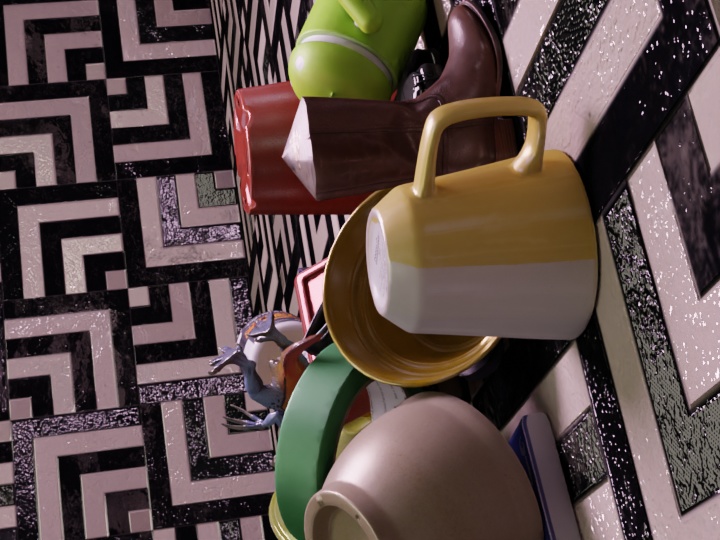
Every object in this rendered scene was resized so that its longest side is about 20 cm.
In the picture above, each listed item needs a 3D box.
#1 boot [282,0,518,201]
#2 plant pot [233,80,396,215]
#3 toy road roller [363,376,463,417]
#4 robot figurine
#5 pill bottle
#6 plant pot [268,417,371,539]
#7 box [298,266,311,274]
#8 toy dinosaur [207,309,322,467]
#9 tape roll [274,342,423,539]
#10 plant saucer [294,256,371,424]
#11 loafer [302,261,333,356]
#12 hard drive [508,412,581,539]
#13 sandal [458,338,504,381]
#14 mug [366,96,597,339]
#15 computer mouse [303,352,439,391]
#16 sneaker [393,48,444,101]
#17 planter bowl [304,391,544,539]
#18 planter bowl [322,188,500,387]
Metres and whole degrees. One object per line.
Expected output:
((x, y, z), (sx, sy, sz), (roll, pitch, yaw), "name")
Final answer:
((0.025, -0.152, 1.099), (0.064, 0.199, 0.187), (107, 155, -63), "boot")
((-0.046, -0.147, 1.495), (0.201, 0.194, 0.202), (174, 90, -80), "plant pot")
((0.022, 0.114, 1.402), (0.200, 0.145, 0.123), (145, 118, -78), "toy road roller")
((-0.002, -0.240, 1.313), (0.176, 0.115, 0.201), (116, 177, -69), "robot figurine")
((-0.102, 0.107, 1.602), (0.200, 0.106, 0.107), (-167, 71, -78), "pill bottle")
((0.000, 0.237, 1.542), (0.201, 0.200, 0.185), (-113, 31, -57), "plant pot")
((-0.009, 0.058, 1.645), (0.200, 0.106, 0.123), (-149, 52, -76), "box")
((-0.074, 0.139, 1.255), (0.182, 0.105, 0.200), (54, 161, -26), "toy dinosaur")
((-0.006, 0.166, 1.195), (0.200, 0.048, 0.201), (-21, -65, -56), "tape roll")
((0.015, 0.041, 1.328), (0.037, 0.200, 0.200), (35, -146, -48), "plant saucer")
((0.000, 0.000, 1.257), (0.201, 0.070, 0.068), (-69, 21, 7), "loafer")
((0.148, 0.229, 1.128), (0.200, 0.025, 0.132), (102, 159, -59), "hard drive")
((0.084, 0.017, 1.225), (0.076, 0.043, 0.200), (-44, 44, 19), "sandal")
((0.085, -0.032, 0.984), (0.149, 0.153, 0.187), (167, 97, -80), "mug")
((0.003, 0.122, 1.345), (0.034, 0.199, 0.059), (38, -112, -48), "computer mouse")
((0.070, -0.148, 1.223), (0.200, 0.076, 0.091), (-112, 25, -51), "sneaker")
((0.038, 0.219, 1.069), (0.200, 0.134, 0.201), (26, 125, 44), "planter bowl")
((0.071, 0.016, 1.147), (0.083, 0.200, 0.201), (31, -137, -57), "planter bowl")
